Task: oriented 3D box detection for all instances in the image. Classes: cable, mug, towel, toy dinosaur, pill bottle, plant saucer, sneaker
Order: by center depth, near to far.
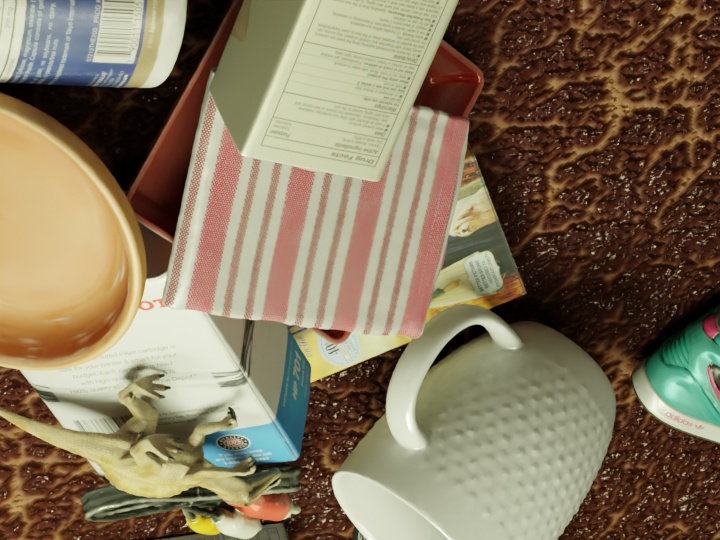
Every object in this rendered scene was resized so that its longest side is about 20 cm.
[{"bbox_3d":[-0.206,-0.161,1.424,0.200,0.111,0.111,1,132,-20],"label":"pill bottle"},{"bbox_3d":[-0.213,-0.030,1.487,0.200,0.037,0.200,13,131,15],"label":"plant saucer"},{"bbox_3d":[-0.026,-0.038,1.540,0.200,0.030,0.147,8,98,-37],"label":"towel"},{"bbox_3d":[-0.039,-0.083,1.554,0.200,0.037,0.200,34,82,-40],"label":"plant saucer"},{"bbox_3d":[-0.140,0.115,1.609,0.200,0.058,0.101,17,143,-12],"label":"toy dinosaur"},{"bbox_3d":[0.081,0.110,1.744,0.175,0.148,0.200,-48,133,-20],"label":"mug"},{"bbox_3d":[-0.108,0.165,1.762,0.097,0.050,0.200,-15,172,26],"label":"cable"},{"bbox_3d":[0.310,0.073,1.854,0.200,0.084,0.121,15,135,-29],"label":"sneaker"}]

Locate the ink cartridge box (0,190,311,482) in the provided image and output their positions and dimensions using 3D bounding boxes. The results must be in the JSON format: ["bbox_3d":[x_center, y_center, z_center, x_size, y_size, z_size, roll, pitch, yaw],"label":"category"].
[{"bbox_3d":[-0.136,0.043,1.632,0.146,0.086,0.200,-8,137,20],"label":"ink cartridge box"}]

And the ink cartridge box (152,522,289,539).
[{"bbox_3d":[-0.151,0.245,1.879,0.200,0.044,0.094,-6,132,-13],"label":"ink cartridge box"}]

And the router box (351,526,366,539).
[{"bbox_3d":[0.070,0.209,1.914,0.149,0.051,0.200,-3,133,-14],"label":"router box"}]

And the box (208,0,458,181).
[{"bbox_3d":[-0.003,-0.157,1.408,0.095,0.078,0.200,11,120,-28],"label":"box"}]

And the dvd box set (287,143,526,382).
[{"bbox_3d":[0.000,0.000,1.707,0.200,0.029,0.146,-22,136,1],"label":"dvd box set"}]
